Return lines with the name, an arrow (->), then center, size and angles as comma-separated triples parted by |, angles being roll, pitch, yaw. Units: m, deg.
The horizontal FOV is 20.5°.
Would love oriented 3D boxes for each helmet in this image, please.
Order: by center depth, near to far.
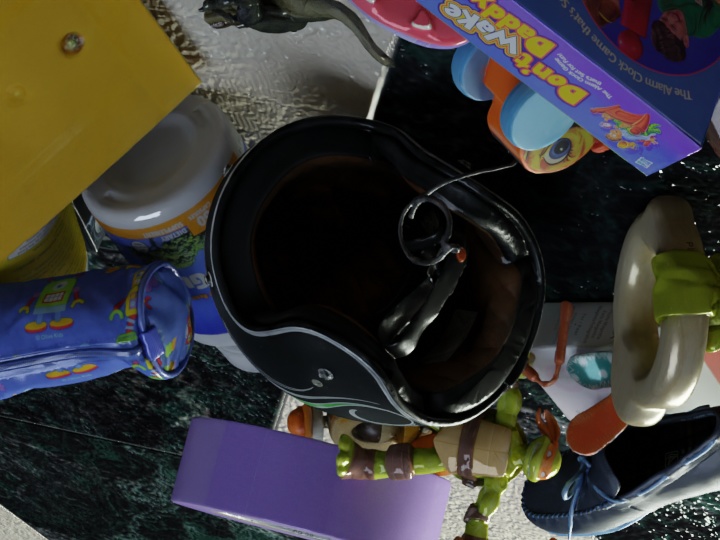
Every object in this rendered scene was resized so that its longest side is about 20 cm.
helmet -> 0.000, 0.000, 1.263 | 0.190, 0.200, 0.200 | 23, 157, 42

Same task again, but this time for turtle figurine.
turtle figurine -> 0.071, 0.107, 1.348 | 0.161, 0.201, 0.064 | 11, -173, 16

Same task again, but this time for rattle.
rattle -> 0.219, 0.045, 1.268 | 0.142, 0.130, 0.200 | -13, 138, -19

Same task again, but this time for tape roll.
tape roll -> -0.036, 0.164, 1.476 | 0.199, 0.066, 0.200 | 14, 171, 2

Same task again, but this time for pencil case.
pencil case -> -0.211, 0.045, 1.317 | 0.199, 0.087, 0.078 | -9, 122, 17

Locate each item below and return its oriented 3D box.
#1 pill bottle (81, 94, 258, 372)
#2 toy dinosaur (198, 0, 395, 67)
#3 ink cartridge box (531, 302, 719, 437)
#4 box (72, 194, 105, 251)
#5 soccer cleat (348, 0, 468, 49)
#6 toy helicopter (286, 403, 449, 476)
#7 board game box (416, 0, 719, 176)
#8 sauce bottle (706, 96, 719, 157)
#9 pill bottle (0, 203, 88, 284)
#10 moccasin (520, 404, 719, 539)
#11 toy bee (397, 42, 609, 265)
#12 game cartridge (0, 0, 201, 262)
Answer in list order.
pill bottle -> -0.100, -0.018, 1.380 | 0.112, 0.112, 0.200 | 4, 145, 32
toy dinosaur -> -0.057, -0.156, 1.137 | 0.088, 0.048, 0.200 | 23, -177, -30
ink cartridge box -> 0.227, 0.084, 1.372 | 0.199, 0.057, 0.163 | 3, 144, 42
box -> -0.293, -0.094, 1.468 | 0.199, 0.044, 0.160 | 12, 148, 21
soccer cleat -> -0.016, -0.182, 1.092 | 0.200, 0.067, 0.076 | 31, 173, 9
toy helicopter -> -0.006, 0.090, 1.452 | 0.132, 0.079, 0.200 | -13, 150, 15
board game box -> 0.100, -0.160, 0.981 | 0.200, 0.135, 0.045 | 35, 149, -18
sauce bottle -> 0.237, -0.069, 1.097 | 0.200, 0.066, 0.066 | 33, 150, -18
pill bottle -> -0.252, -0.021, 1.398 | 0.111, 0.112, 0.200 | 16, 150, 15
moccasin -> 0.184, 0.124, 1.361 | 0.200, 0.081, 0.068 | -28, 140, 35
toy bee -> 0.101, -0.102, 1.111 | 0.108, 0.131, 0.200 | -3, 150, -39
game cartridge -> -0.220, -0.114, 1.240 | 0.032, 0.200, 0.176 | 41, 171, 49
